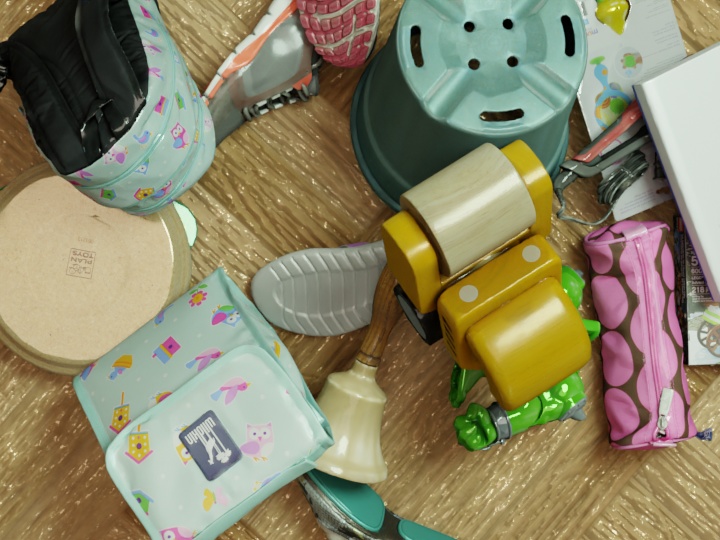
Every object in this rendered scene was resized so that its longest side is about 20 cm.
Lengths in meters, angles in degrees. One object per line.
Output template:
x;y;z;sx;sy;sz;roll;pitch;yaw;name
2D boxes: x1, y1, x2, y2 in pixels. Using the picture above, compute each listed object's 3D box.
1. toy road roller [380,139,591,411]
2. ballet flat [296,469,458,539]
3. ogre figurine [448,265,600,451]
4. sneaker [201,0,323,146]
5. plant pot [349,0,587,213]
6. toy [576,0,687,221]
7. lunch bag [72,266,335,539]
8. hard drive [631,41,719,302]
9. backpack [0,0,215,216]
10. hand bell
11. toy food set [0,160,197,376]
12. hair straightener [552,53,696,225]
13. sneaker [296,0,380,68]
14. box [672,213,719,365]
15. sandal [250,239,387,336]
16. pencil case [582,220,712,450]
0.106;0.014;0.953;0.122;0.200;0.146;-32;63;-8;toy road roller
0.014;0.239;1.104;0.199;0.072;0.072;32;89;-1;ballet flat
0.139;0.060;1.087;0.119;0.099;0.201;7;46;-7;ogre figurine
-0.078;-0.169;1.095;0.082;0.077;0.201;38;89;-8;sneaker
0.093;-0.151;1.023;0.198;0.196;0.203;1;77;-2;plant pot
0.241;-0.159;1.117;0.114;0.047;0.202;-21;101;-12;toy
-0.124;0.122;1.023;0.170;0.200;0.122;-36;133;0;lunch bag
0.325;-0.092;1.070;0.131;0.025;0.202;-26;101;-14;hard drive
-0.204;-0.145;1.029;0.167;0.126;0.201;-42;50;16;backpack
0.008;0.068;1.067;0.103;0.104;0.202;19;98;-2;hand bell
-0.241;-0.007;1.099;0.198;0.049;0.200;-5;90;-2;toy food set
0.243;-0.101;1.074;0.200;0.041;0.077;-41;105;-16;hair straightener
-0.007;-0.274;1.059;0.080;0.074;0.202;1;97;32;sneaker
0.387;0.014;1.131;0.198;0.038;0.138;-2;90;-3;box
0.002;0.007;1.107;0.201;0.050;0.083;-12;106;15;sandal
0.248;0.056;1.097;0.090;0.094;0.202;-10;89;12;pencil case
